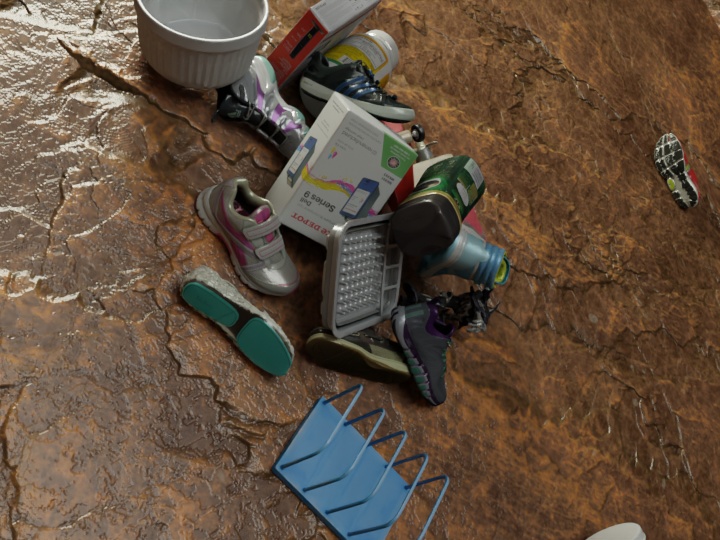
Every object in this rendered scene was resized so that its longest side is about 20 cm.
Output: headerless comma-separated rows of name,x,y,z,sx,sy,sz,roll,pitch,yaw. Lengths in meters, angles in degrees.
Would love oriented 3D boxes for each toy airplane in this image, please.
toy airplane,0.053,-0.158,1.406,0.199,0.141,0.201,29,90,-35

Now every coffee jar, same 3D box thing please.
coffee jar,0.121,-0.100,1.265,0.086,0.103,0.200,63,33,-17

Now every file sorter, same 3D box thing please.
file sorter,0.007,0.281,1.140,0.200,0.122,0.139,47,48,-11

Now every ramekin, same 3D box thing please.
ramekin,-0.243,-0.366,1.234,0.197,0.106,0.202,10,49,-11

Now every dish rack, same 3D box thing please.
dish rack,0.000,0.000,1.225,0.199,0.043,0.174,-16,115,-59

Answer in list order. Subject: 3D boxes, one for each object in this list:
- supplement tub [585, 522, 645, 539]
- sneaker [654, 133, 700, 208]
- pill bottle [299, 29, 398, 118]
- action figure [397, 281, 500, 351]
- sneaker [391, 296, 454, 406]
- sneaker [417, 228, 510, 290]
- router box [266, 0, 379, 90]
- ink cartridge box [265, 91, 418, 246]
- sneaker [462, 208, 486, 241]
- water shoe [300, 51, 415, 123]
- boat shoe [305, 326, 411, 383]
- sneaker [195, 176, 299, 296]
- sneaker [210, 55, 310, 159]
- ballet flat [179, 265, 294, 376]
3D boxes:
supplement tub,0.457,0.544,1.364,0.139,0.140,0.202,-21,83,-43
sneaker,0.827,-0.260,2.127,0.085,0.076,0.203,-26,96,-49
pill bottle,-0.013,-0.350,1.445,0.113,0.112,0.200,49,47,-8
action figure,0.155,0.078,1.373,0.197,0.119,0.103,9,52,-26
sneaker,0.118,0.132,1.282,0.075,0.086,0.201,-93,161,-53
sneaker,0.174,-0.008,1.366,0.129,0.200,0.081,23,82,-8
router box,-0.064,-0.403,1.384,0.049,0.179,0.200,49,46,-7
ink cartridge box,-0.031,-0.143,1.256,0.144,0.201,0.088,28,18,-32
sneaker,0.187,-0.091,1.453,0.200,0.073,0.088,19,82,-66
water shoe,-0.001,-0.293,1.296,0.197,0.080,0.071,20,7,13
boat shoe,-0.003,0.120,1.253,0.199,0.073,0.066,28,48,-38
sneaker,-0.154,-0.051,1.196,0.201,0.088,0.081,51,47,-8
sneaker,-0.173,-0.242,1.293,0.139,0.078,0.201,-23,75,-42
ballet flat,-0.164,0.063,1.150,0.200,0.071,0.072,44,48,-14
